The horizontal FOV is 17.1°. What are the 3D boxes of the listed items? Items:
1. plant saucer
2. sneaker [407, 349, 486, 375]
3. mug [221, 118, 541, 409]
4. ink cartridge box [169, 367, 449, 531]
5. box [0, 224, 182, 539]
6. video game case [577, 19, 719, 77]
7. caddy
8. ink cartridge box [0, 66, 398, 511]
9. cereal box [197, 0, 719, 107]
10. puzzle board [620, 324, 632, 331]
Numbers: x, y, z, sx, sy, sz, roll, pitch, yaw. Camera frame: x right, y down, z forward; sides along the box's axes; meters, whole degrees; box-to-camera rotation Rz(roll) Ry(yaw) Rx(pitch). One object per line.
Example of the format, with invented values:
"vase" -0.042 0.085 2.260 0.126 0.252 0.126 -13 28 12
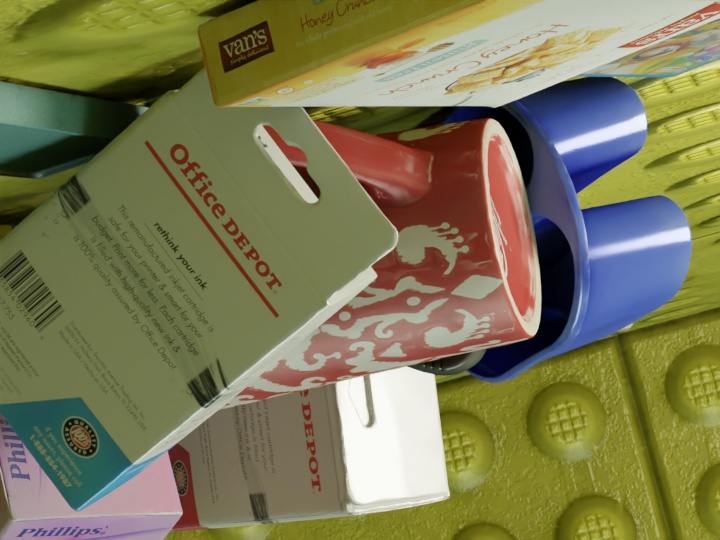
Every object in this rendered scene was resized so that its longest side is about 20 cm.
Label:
"plant saucer" -0.159 -0.059 1.005 0.070 0.019 0.200 -17 172 21
"sneaker" -0.002 0.003 1.287 0.200 0.060 0.104 31 177 26
"mug" -0.026 -0.005 1.150 0.200 0.134 0.178 -10 170 14
"ink cartridge box" -0.043 0.083 1.497 0.085 0.146 0.200 -4 175 -36
"box" -0.192 0.102 1.295 0.097 0.176 0.200 1 146 -29
"video game case" 0.192 -0.130 1.137 0.200 0.018 0.143 -20 170 38
"caddy" 0.085 -0.020 1.280 0.105 0.142 0.200 -15 169 -24
"ink cartridge box" -0.077 -0.002 1.049 0.200 0.116 0.068 -39 176 21
"cereal box" 0.051 -0.103 0.979 0.144 0.040 0.200 -19 171 37
"puzzle board" 0.068 -0.007 1.466 0.200 0.151 0.017 -5 128 -56
